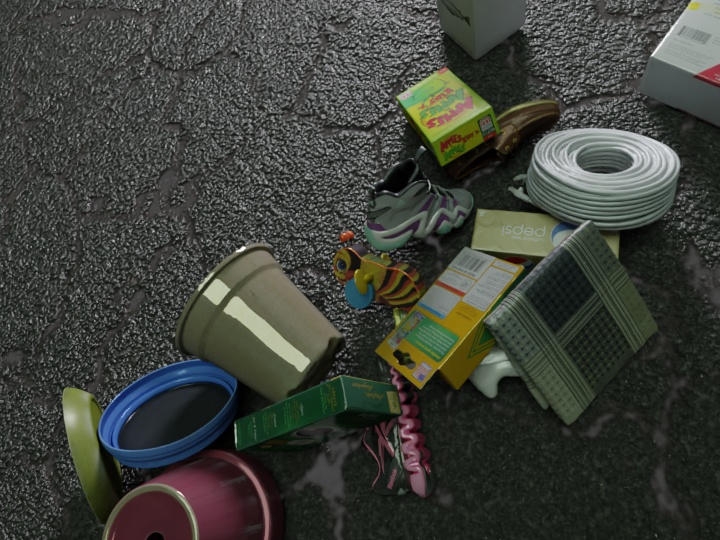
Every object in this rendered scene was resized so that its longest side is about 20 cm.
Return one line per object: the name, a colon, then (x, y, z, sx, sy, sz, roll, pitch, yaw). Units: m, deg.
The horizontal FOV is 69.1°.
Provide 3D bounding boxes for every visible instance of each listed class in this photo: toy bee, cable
toy bee: (0.000, 0.000, 0.782, 0.196, 0.131, 0.111, 0, 106, 3)
cable: (0.338, -0.136, 0.739, 0.198, 0.070, 0.200, -25, 43, -19)

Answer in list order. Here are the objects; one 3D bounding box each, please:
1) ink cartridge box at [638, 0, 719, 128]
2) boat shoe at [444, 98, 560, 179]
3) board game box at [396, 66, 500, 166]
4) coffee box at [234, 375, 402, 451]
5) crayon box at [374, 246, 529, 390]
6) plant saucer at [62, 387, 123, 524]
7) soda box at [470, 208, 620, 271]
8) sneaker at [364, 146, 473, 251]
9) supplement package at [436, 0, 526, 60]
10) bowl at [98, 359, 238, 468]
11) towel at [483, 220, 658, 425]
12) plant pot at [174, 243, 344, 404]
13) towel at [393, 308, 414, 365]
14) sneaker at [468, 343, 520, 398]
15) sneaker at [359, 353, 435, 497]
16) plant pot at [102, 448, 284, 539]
ink cartridge box: (0.548, -0.338, 0.790, 0.145, 0.084, 0.201, 36, 82, 25)
boat shoe: (0.226, -0.205, 0.839, 0.198, 0.072, 0.069, -22, 69, 14)
board game box: (0.135, -0.255, 0.846, 0.101, 0.048, 0.201, -29, 38, 7)
coffee box: (-0.056, 0.194, 0.689, 0.199, 0.122, 0.045, -29, 57, 31)
crayon box: (0.125, 0.069, 0.699, 0.200, 0.052, 0.125, -47, 29, -8)
plant saucer: (-0.385, 0.262, 0.765, 0.031, 0.201, 0.202, -18, 61, -21)
soda box: (0.264, -0.039, 0.760, 0.197, 0.064, 0.069, 8, 71, 18)
sneaker: (0.095, -0.120, 0.770, 0.198, 0.141, 0.078, -25, 45, -27)
supplement package: (0.202, -0.491, 0.886, 0.117, 0.200, 0.117, -36, 63, -1)
bowl: (-0.274, 0.205, 0.767, 0.197, 0.040, 0.201, -9, 25, 4)
towel: (0.272, 0.070, 0.670, 0.192, 0.034, 0.201, -43, 108, -8)
plant pot: (-0.131, 0.096, 0.762, 0.183, 0.201, 0.201, 36, 81, 15)
towel: (0.150, 0.077, 0.773, 0.197, 0.018, 0.087, -14, 71, 9)
sneaker: (0.225, 0.095, 0.710, 0.199, 0.078, 0.100, -40, 80, 10)
sneaker: (0.036, 0.212, 0.725, 0.094, 0.079, 0.203, -20, 63, 20)
plant pot: (-0.220, 0.335, 0.673, 0.197, 0.179, 0.203, -4, 71, 13)
